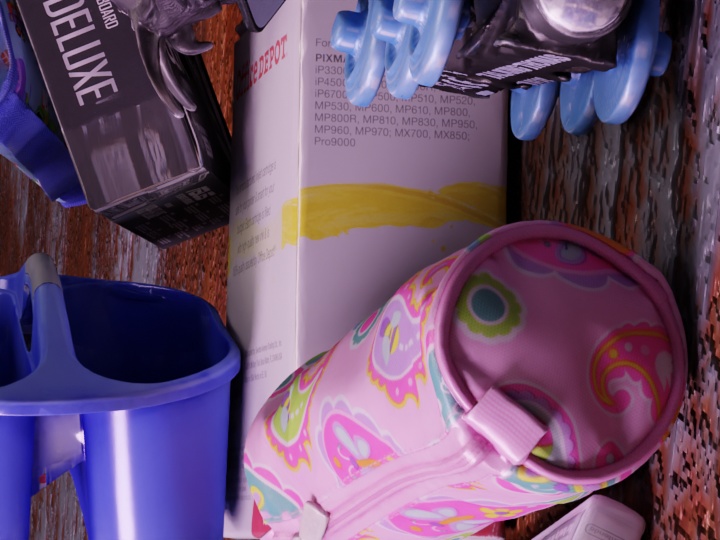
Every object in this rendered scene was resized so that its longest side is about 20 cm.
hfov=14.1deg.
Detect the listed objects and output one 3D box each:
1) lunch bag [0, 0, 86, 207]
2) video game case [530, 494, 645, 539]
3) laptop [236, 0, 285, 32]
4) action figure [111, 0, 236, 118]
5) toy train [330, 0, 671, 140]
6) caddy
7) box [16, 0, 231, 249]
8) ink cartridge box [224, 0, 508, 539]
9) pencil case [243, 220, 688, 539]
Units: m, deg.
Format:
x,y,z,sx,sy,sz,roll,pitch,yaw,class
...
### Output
x,y,z,sx,sy,sz,roll,pitch,yaw,class
-0.165,-0.116,1.217,0.200,0.094,0.151,58,180,16,lunch bag
0.021,0.174,0.936,0.182,0.023,0.200,-65,5,-20,video game case
0.037,-0.185,0.884,0.188,0.116,0.200,-53,-30,-24,laptop
-0.065,-0.162,1.049,0.119,0.102,0.201,-20,-51,-78,action figure
0.049,-0.104,0.902,0.200,0.086,0.115,-179,101,-80,toy train
-0.120,0.047,1.114,0.200,0.141,0.106,-131,39,-74,caddy
-0.099,-0.096,1.181,0.200,0.050,0.158,49,-159,-84,box
0.000,0.000,1.088,0.145,0.083,0.201,159,112,-77,ink cartridge box
0.027,0.047,0.915,0.200,0.087,0.088,144,127,-64,pencil case
